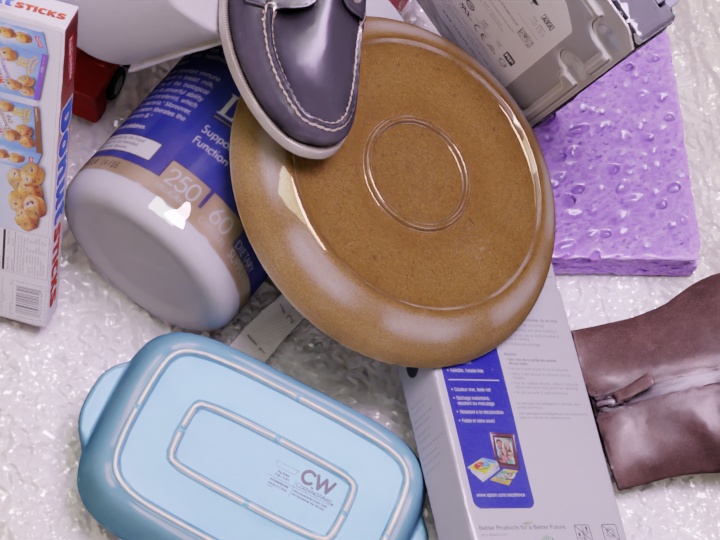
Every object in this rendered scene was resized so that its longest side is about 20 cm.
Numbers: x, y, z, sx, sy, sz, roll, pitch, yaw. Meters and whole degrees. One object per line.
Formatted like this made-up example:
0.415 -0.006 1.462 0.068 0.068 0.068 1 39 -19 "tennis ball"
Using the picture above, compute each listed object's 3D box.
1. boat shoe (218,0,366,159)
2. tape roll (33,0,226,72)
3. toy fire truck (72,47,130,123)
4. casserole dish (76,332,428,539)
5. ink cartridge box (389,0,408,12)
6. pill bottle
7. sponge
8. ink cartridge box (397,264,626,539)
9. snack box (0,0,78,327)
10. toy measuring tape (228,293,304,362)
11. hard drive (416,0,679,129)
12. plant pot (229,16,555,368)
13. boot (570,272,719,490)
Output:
-0.029 -0.156 1.141 0.072 0.063 0.201 8 63 -29 "boat shoe"
-0.117 -0.211 1.170 0.071 0.202 0.203 -14 60 26 "tape roll"
-0.149 -0.159 1.252 0.049 0.141 0.201 24 64 6 "toy fire truck"
-0.053 0.108 1.166 0.199 0.039 0.122 28 72 -3 "casserole dish"
0.015 -0.249 1.355 0.116 0.068 0.200 31 66 10 "ink cartridge box"
-0.062 -0.074 1.233 0.115 0.116 0.200 33 65 11 "pill bottle"
0.132 -0.090 1.309 0.111 0.030 0.201 -2 65 -5 "sponge"
0.077 0.080 1.196 0.099 0.039 0.201 4 62 -29 "ink cartridge box"
-0.190 -0.058 1.169 0.072 0.201 0.024 15 40 5 "snack box"
0.000 0.000 1.225 0.073 0.074 0.200 38 66 13 "toy measuring tape"
0.086 -0.157 1.193 0.038 0.200 0.140 -36 91 -19 "hard drive"
0.026 -0.048 1.181 0.199 0.027 0.201 12 66 -28 "plant pot"
0.219 0.095 1.217 0.166 0.072 0.201 -19 68 -1 "boot"
